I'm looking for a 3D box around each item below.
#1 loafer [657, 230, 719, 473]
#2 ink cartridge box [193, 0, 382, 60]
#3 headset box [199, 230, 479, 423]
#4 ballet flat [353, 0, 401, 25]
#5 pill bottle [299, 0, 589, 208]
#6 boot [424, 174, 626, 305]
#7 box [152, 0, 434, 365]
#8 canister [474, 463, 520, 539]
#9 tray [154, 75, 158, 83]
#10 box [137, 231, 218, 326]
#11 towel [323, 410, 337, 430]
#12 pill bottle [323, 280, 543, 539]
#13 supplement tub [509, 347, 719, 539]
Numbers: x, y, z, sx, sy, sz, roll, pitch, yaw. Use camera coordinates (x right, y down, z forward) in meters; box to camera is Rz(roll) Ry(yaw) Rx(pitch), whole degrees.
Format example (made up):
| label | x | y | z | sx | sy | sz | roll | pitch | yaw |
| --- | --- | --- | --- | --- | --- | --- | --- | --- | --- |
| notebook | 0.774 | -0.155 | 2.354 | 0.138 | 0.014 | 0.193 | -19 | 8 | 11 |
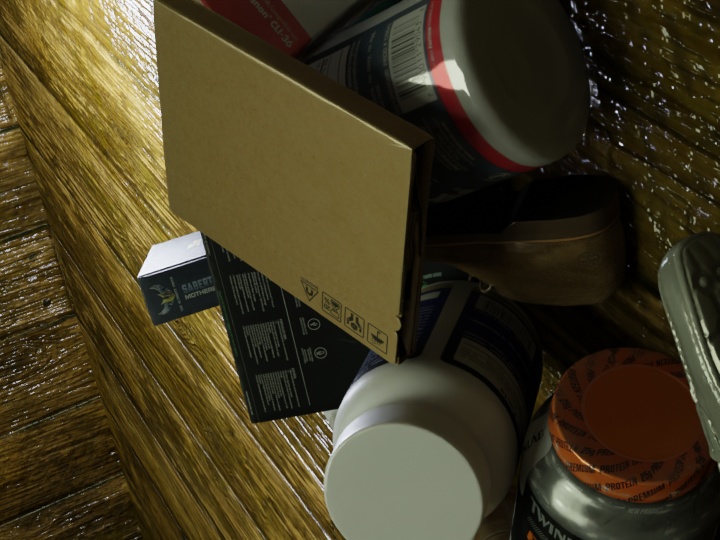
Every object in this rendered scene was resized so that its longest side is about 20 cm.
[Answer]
| label | x | y | z | sx | sy | sz | roll | pitch | yaw |
| --- | --- | --- | --- | --- | --- | --- | --- | --- | --- |
| loafer | 0.202 | 0.078 | 0.697 | 0.070 | 0.070 | 0.201 | -29 | 83 | 62 |
| ink cartridge box | -0.022 | -0.189 | 0.862 | 0.068 | 0.200 | 0.116 | 49 | 162 | -5 |
| headset box | 0.000 | 0.000 | 0.975 | 0.093 | 0.198 | 0.175 | -88 | -14 | -65 |
| ballet flat | -0.016 | -0.208 | 0.999 | 0.064 | 0.067 | 0.201 | 80 | 165 | -50 |
| pill bottle | 0.024 | -0.094 | 0.805 | 0.199 | 0.119 | 0.120 | -18 | 94 | 43 |
| boot | 0.071 | -0.012 | 0.850 | 0.199 | 0.074 | 0.076 | 1 | 126 | 31 |
| box | -0.043 | -0.054 | 0.784 | 0.199 | 0.021 | 0.164 | 34 | 141 | 28 |
| canister | 0.128 | 0.237 | 0.953 | 0.087 | 0.148 | 0.201 | -51 | 57 | 39 |
| tray | -0.071 | -0.090 | 1.074 | 0.107 | 0.022 | 0.200 | 17 | 157 | 50 |
| box | -0.122 | -0.012 | 1.269 | 0.200 | 0.157 | 0.051 | -113 | 5 | -80 |
| towel | 0.006 | 0.114 | 1.107 | 0.147 | 0.024 | 0.201 | 100 | 149 | -45 |
| pill bottle | 0.047 | 0.092 | 0.846 | 0.200 | 0.115 | 0.116 | -54 | -49 | -65 |
| supplement tub | 0.154 | 0.147 | 0.820 | 0.123 | 0.122 | 0.201 | 53 | 156 | 38 |
